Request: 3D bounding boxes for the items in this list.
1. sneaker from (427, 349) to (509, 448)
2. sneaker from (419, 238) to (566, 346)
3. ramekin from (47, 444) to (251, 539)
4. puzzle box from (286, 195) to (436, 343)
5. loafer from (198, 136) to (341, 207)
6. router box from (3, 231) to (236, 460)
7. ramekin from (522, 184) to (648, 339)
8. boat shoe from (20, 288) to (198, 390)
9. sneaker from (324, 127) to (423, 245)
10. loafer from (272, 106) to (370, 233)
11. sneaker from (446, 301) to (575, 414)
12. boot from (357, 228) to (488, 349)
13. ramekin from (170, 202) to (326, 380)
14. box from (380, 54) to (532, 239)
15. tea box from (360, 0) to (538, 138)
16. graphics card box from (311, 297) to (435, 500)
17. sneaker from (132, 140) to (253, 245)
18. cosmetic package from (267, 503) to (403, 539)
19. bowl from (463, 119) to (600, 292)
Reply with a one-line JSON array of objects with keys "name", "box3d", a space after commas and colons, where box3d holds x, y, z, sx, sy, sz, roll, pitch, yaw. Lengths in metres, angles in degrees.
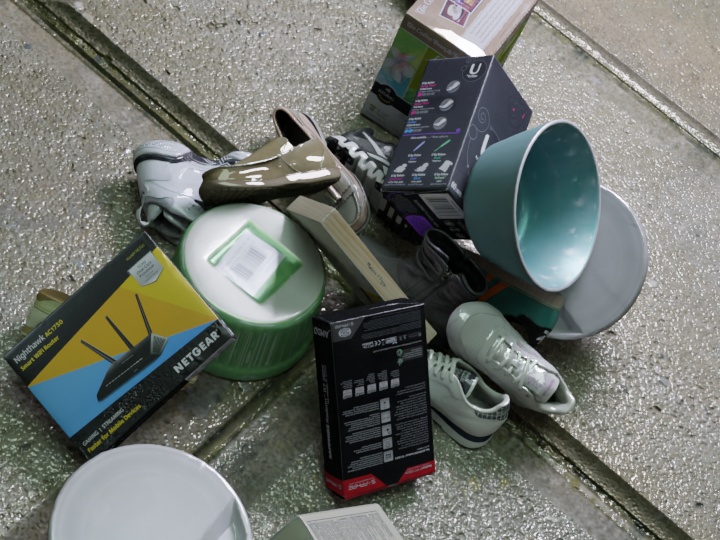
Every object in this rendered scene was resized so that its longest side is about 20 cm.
[{"name": "sneaker", "box3d": [0.087, 0.124, 1.513, 0.199, 0.081, 0.077, 31, 51, 5]}, {"name": "sneaker", "box3d": [0.152, 0.026, 1.582, 0.198, 0.081, 0.071, 26, 3, 21]}, {"name": "ramekin", "box3d": [-0.212, 0.284, 1.253, 0.200, 0.095, 0.204, 11, 51, -13]}, {"name": "puzzle box", "box3d": [0.000, 0.000, 1.491, 0.025, 0.133, 0.201, -43, 111, -9]}, {"name": "loafer", "box3d": [-0.115, -0.121, 1.541, 0.198, 0.076, 0.068, -10, 76, -41]}, {"name": "router box", "box3d": [-0.254, 0.082, 1.350, 0.200, 0.051, 0.149, -42, 85, -5]}, {"name": "ramekin", "box3d": [0.272, -0.012, 1.623, 0.203, 0.202, 0.094, 48, 13, 18]}, {"name": "boat shoe", "box3d": [-0.277, 0.089, 1.412, 0.199, 0.073, 0.064, 26, 94, -6]}, {"name": "sneaker", "box3d": [0.042, -0.121, 1.688, 0.090, 0.067, 0.200, -33, 69, -32]}, {"name": "loafer", "box3d": [-0.059, -0.130, 1.643, 0.201, 0.072, 0.063, 58, 15, 27]}, {"name": "sneaker", "box3d": [0.184, 0.104, 1.504, 0.200, 0.099, 0.075, 40, 81, -31]}, {"name": "boot", "box3d": [0.070, -0.009, 1.567, 0.199, 0.132, 0.070, 38, 50, 16]}, {"name": "ramekin", "box3d": [-0.135, 0.018, 1.491, 0.197, 0.098, 0.202, 11, 52, -14]}, {"name": "box", "box3d": [0.124, -0.153, 1.595, 0.122, 0.105, 0.202, 44, 57, -45]}, {"name": "tea box", "box3d": [0.125, -0.303, 1.775, 0.133, 0.198, 0.200, 33, 50, 5]}, {"name": "graphics card box", "box3d": [0.016, 0.140, 1.415, 0.124, 0.203, 0.051, -11, 14, -27]}, {"name": "sneaker", "box3d": [-0.186, -0.087, 1.572, 0.197, 0.075, 0.116, 9, 59, -19]}, {"name": "cosmetic package", "box3d": [-0.023, 0.301, 1.259, 0.104, 0.087, 0.200, 54, 15, 21]}, {"name": "bowl", "box3d": [0.195, -0.079, 1.519, 0.104, 0.203, 0.201, 6, 36, 38]}]
